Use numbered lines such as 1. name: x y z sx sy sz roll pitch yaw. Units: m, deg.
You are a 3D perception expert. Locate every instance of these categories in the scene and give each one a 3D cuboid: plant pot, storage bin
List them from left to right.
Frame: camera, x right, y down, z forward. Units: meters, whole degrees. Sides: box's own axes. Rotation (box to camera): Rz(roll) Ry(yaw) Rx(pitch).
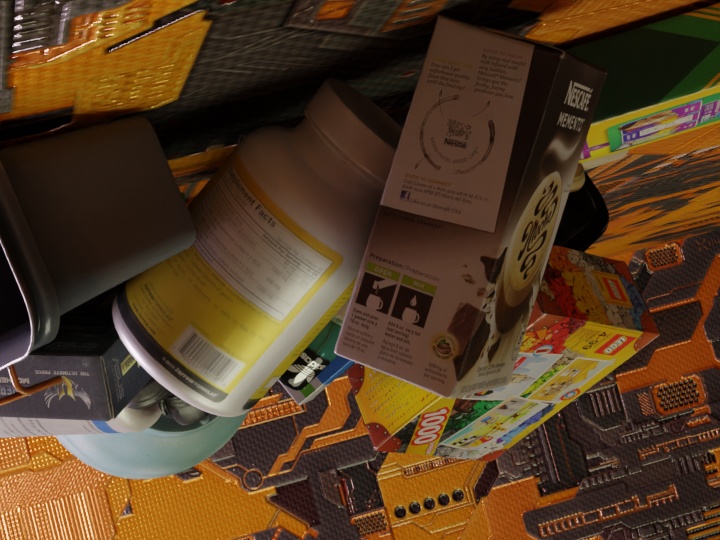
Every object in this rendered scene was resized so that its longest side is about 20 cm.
1. storage bin: -0.191 -0.007 0.996 0.134 0.146 0.200 -24 -179 -37
2. plant pot: -0.170 0.077 1.447 0.199 0.201 0.134 -13 180 -19

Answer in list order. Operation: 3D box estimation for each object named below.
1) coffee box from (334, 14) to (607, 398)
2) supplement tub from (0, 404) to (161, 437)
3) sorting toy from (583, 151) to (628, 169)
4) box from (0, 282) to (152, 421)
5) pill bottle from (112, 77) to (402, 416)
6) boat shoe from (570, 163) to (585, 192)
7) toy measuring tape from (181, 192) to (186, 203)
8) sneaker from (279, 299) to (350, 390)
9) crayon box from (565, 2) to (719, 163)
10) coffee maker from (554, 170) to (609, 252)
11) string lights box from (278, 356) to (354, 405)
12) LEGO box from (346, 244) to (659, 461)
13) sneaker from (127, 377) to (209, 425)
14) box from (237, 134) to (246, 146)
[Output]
1. coffee box: 0.066 -0.036 0.988 0.079 0.201 0.113 20 -172 20
2. supplement tub: -0.252 0.061 1.294 0.199 0.133 0.132 -4 177 14
3. sorting toy: 0.139 -0.079 1.664 0.184 0.037 0.200 -12 174 -29
4. box: -0.226 0.042 1.142 0.199 0.051 0.158 1 -156 16
5. pill bottle: -0.052 -0.016 1.043 0.200 0.112 0.112 -49 165 14
6. boat shoe: 0.119 -0.090 1.288 0.074 0.067 0.200 4 -172 25
7. toy measuring tape: -0.183 -0.029 1.149 0.073 0.074 0.200 -11 -176 -35
8. sneaker: -0.071 0.015 1.173 0.071 0.080 0.200 33 -177 -33
9. crayon box: 0.223 -0.135 1.204 0.172 0.059 0.200 -17 175 8
10. coffee maker: 0.112 -0.035 1.468 0.200 0.134 0.193 -45 -166 54
11. string lights box: 0.000 0.000 1.325 0.200 0.103 0.059 -41 175 8
12. LEGO box: 0.112 0.067 1.368 0.148 0.077 0.200 11 138 -44
13. sneaker: -0.129 0.073 1.243 0.060 0.105 0.200 -9 -154 10
14. box: 0.012 -0.043 1.196 0.199 0.041 0.156 11 174 0
